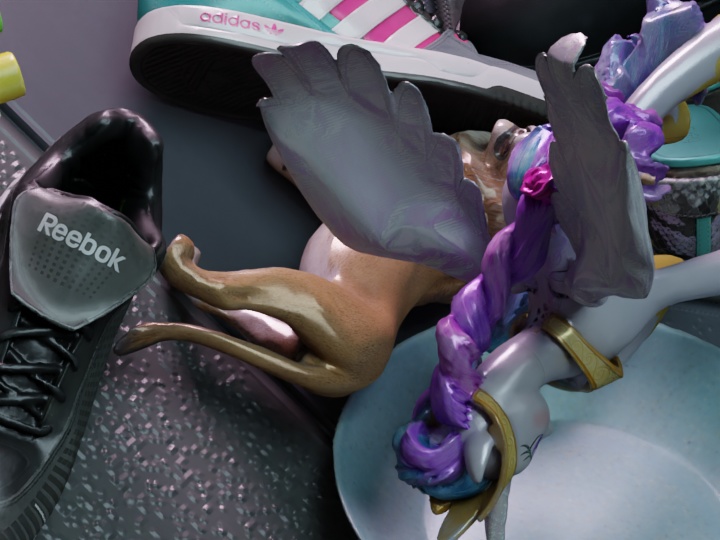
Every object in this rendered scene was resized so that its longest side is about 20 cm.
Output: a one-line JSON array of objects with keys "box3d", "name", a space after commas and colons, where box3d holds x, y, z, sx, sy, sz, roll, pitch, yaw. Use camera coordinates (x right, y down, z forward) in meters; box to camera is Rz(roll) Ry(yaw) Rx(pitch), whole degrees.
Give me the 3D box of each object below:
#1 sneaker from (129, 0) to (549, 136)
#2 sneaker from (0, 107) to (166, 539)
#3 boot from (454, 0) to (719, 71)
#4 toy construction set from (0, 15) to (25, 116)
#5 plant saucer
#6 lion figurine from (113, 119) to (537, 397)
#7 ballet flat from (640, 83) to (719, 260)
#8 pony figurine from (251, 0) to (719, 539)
[{"box3d": [0.002, -0.116, 1.053, 0.200, 0.084, 0.121, 14, 62, -21], "name": "sneaker"}, {"box3d": [-0.114, 0.017, 0.878, 0.066, 0.091, 0.200, 26, 49, -12], "name": "sneaker"}, {"box3d": [0.125, -0.172, 1.066, 0.198, 0.162, 0.073, -18, 46, -5], "name": "boot"}, {"box3d": [-0.178, -0.149, 0.916, 0.092, 0.131, 0.200, -4, 98, -16], "name": "toy construction set"}, {"box3d": [0.087, 0.091, 0.953, 0.201, 0.039, 0.201, 5, 40, -4], "name": "plant saucer"}, {"box3d": [0.000, 0.000, 0.976, 0.122, 0.072, 0.200, 37, 53, 1], "name": "lion figurine"}, {"box3d": [0.138, -0.052, 1.090, 0.072, 0.072, 0.200, 29, 22, -10], "name": "ballet flat"}, {"box3d": [0.073, -0.017, 0.902, 0.200, 0.167, 0.193, -37, 122, -35], "name": "pony figurine"}]
